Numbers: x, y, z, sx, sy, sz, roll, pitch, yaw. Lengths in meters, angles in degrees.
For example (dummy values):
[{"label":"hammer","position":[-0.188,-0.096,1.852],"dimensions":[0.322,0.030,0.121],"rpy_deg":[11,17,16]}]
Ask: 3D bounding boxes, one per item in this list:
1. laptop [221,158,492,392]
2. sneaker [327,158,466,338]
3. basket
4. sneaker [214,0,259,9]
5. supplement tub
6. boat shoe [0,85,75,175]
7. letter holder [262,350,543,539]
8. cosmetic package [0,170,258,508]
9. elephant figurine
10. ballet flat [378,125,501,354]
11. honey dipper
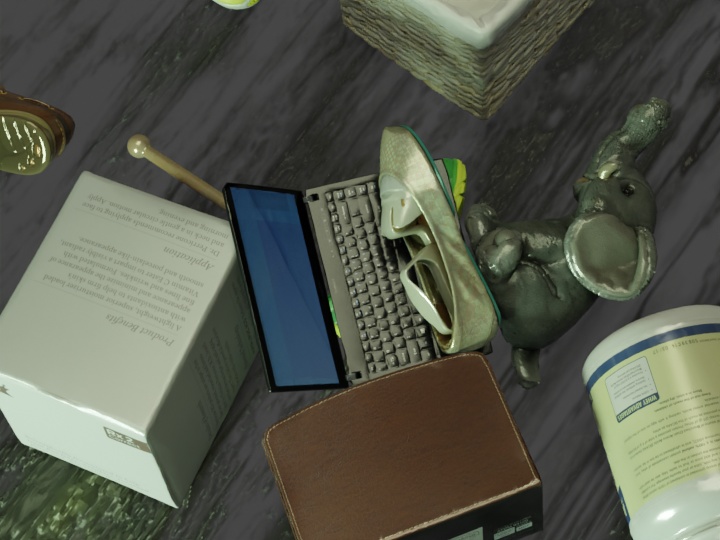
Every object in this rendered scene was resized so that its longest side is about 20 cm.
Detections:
[{"label":"laptop","position":[0.000,0.000,1.488],"dimensions":[0.198,0.103,0.179],"rpy_deg":[-13,80,-6]},{"label":"sneaker","position":[0.031,-0.027,1.582],"dimensions":[0.083,0.074,0.201],"rpy_deg":[31,69,6]},{"label":"basket","position":[0.103,-0.285,1.656],"dimensions":[0.199,0.161,0.198],"rpy_deg":[35,71,22]},{"label":"sneaker","position":[-0.164,-0.347,1.749],"dimensions":[0.199,0.105,0.076],"rpy_deg":[37,54,16]},{"label":"supplement tub","position":[0.271,0.145,1.434],"dimensions":[0.144,0.145,0.201],"rpy_deg":[-14,62,-2]},{"label":"boat shoe","position":[-0.361,-0.142,1.697],"dimensions":[0.198,0.073,0.068],"rpy_deg":[15,31,22]},{"label":"letter holder","position":[0.033,0.169,1.472],"dimensions":[0.198,0.101,0.143],"rpy_deg":[-20,60,-5]},{"label":"cosmetic package","position":[-0.193,0.059,1.513],"dimensions":[0.164,0.165,0.201],"rpy_deg":[20,66,16]},{"label":"elephant figurine","position":[0.198,-0.026,1.530],"dimensions":[0.198,0.156,0.142],"rpy_deg":[-19,40,5]},{"label":"ballet flat","position":[0.053,-0.025,1.483],"dimensions":[0.062,0.067,0.201],"rpy_deg":[-25,87,-26]},{"label":"honey dipper","position":[-0.139,-0.074,1.651],"dimensions":[0.199,0.038,0.038],"rpy_deg":[35,71,23]}]
